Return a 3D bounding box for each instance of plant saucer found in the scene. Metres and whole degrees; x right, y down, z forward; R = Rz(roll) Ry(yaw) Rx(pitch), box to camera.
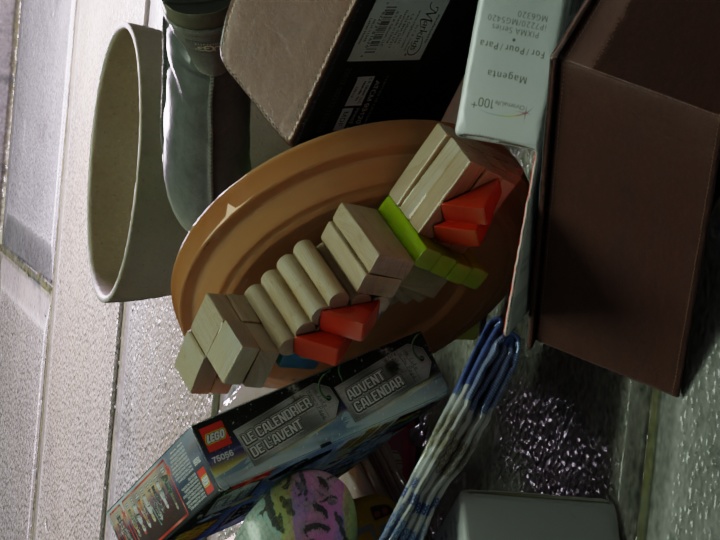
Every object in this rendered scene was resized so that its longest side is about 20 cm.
[{"bbox_3d":[0.000,0.000,1.338,0.201,0.199,0.032,111,147,-45],"label":"plant saucer"}]

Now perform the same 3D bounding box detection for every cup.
[{"bbox_3d":[-0.111,-0.074,1.836,0.200,0.143,0.201,-177,90,-74],"label":"cup"}]

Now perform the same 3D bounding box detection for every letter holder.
[{"bbox_3d":[0.001,-0.185,1.284,0.142,0.100,0.200,50,129,32],"label":"letter holder"}]

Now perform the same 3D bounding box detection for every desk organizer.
[{"bbox_3d":[0.126,-0.037,1.120,0.072,0.077,0.200,-57,-19,-33],"label":"desk organizer"}]

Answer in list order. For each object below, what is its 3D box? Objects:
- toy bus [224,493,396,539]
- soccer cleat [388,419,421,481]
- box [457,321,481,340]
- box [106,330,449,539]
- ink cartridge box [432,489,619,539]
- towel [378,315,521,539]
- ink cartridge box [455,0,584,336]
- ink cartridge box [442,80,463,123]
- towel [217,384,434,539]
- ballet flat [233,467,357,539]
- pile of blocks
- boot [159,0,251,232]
[{"bbox_3d":[-0.033,0.183,1.484,0.079,0.065,0.200,67,155,0],"label":"toy bus"},{"bbox_3d":[-0.019,0.074,1.584,0.201,0.086,0.070,-103,23,-44],"label":"soccer cleat"},{"bbox_3d":[0.029,-0.040,1.507,0.200,0.050,0.076,-111,27,-57],"label":"box"},{"bbox_3d":[-0.049,0.098,1.354,0.040,0.136,0.200,64,156,8],"label":"box"},{"bbox_3d":[0.065,0.222,1.261,0.200,0.084,0.146,115,156,-51],"label":"ink cartridge box"},{"bbox_3d":[0.028,0.120,1.268,0.201,0.024,0.147,-63,-2,-5],"label":"towel"},{"bbox_3d":[0.079,-0.073,1.199,0.200,0.043,0.174,-36,-42,-76],"label":"ink cartridge box"},{"bbox_3d":[0.002,-0.161,1.438,0.200,0.084,0.145,52,143,28],"label":"ink cartridge box"},{"bbox_3d":[-0.021,0.141,1.539,0.192,0.032,0.200,63,155,11],"label":"towel"},{"bbox_3d":[-0.055,0.196,1.282,0.201,0.069,0.071,-60,16,17],"label":"ballet flat"},{"bbox_3d":[0.005,0.014,1.260,0.082,0.200,0.062,53,-178,-45],"label":"pile of blocks"},{"bbox_3d":[-0.084,-0.144,1.437,0.200,0.072,0.183,82,-168,-58],"label":"boot"}]
